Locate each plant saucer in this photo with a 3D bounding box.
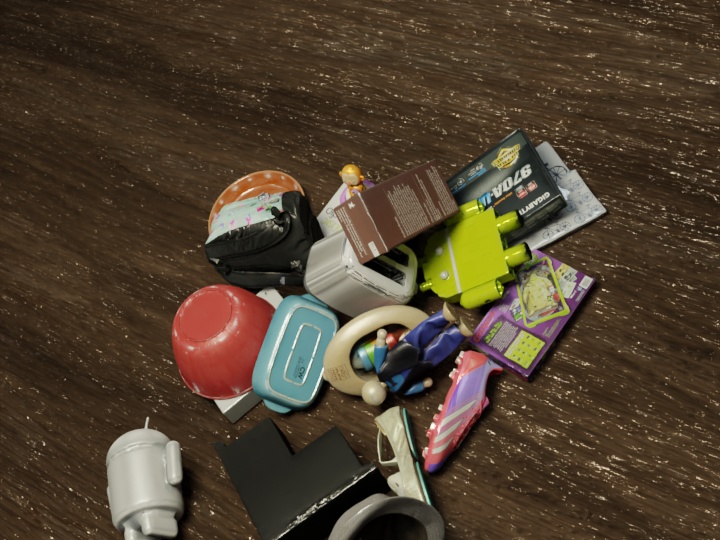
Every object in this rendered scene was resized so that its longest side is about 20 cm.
[{"bbox_3d":[-0.194,-0.101,1.678,0.198,0.032,0.203,-8,58,13],"label":"plant saucer"}]

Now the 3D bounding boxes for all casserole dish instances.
[{"bbox_3d":[-0.100,0.136,1.436,0.039,0.120,0.202,-2,66,67],"label":"casserole dish"}]

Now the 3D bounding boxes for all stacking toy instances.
[{"bbox_3d":[0.006,-0.110,1.470,0.115,0.201,0.111,14,65,22],"label":"stacking toy"}]

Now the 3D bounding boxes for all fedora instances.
[{"bbox_3d":[0.019,0.390,1.243,0.202,0.175,0.090,-65,28,5],"label":"fedora"}]

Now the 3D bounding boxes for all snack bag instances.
[{"bbox_3d":[0.298,-0.126,1.531,0.187,0.021,0.201,-28,55,2],"label":"snack bag"}]

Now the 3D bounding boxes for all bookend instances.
[{"bbox_3d":[-0.093,0.304,1.359,0.198,0.092,0.200,-35,54,-6],"label":"bookend"}]

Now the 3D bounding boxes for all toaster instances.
[{"bbox_3d":[0.000,0.000,1.439,0.129,0.199,0.115,-28,42,47],"label":"toaster"}]

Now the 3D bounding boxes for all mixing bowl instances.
[{"bbox_3d":[-0.237,0.099,1.464,0.197,0.109,0.202,-9,55,13],"label":"mixing bowl"}]

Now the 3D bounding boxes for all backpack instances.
[{"bbox_3d":[-0.171,-0.055,1.540,0.197,0.168,0.127,-12,35,17],"label":"backpack"}]

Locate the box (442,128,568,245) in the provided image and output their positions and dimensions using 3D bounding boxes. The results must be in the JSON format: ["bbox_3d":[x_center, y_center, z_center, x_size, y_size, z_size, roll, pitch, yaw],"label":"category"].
[{"bbox_3d":[0.232,-0.123,1.502,0.199,0.046,0.160,-34,55,18],"label":"box"}]

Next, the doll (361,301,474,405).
[{"bbox_3d":[0.076,0.134,1.362,0.200,0.136,0.049,-43,25,12],"label":"doll"}]

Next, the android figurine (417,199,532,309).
[{"bbox_3d":[0.180,-0.024,1.442,0.198,0.041,0.184,-21,61,24],"label":"android figurine"}]

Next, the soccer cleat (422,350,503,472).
[{"bbox_3d":[0.154,0.220,1.347,0.076,0.067,0.202,21,71,5],"label":"soccer cleat"}]

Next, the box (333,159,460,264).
[{"bbox_3d":[0.061,-0.095,1.393,0.075,0.101,0.199,-26,1,45],"label":"box"}]

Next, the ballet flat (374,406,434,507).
[{"bbox_3d":[0.064,0.299,1.327,0.062,0.068,0.201,-20,46,5],"label":"ballet flat"}]

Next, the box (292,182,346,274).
[{"bbox_3d":[-0.030,-0.052,1.589,0.143,0.036,0.201,27,73,30],"label":"box"}]

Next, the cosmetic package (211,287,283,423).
[{"bbox_3d":[-0.186,0.140,1.516,0.199,0.052,0.151,-39,57,-7],"label":"cosmetic package"}]

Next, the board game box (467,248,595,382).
[{"bbox_3d":[0.276,0.069,1.415,0.119,0.032,0.201,31,73,27],"label":"board game box"}]

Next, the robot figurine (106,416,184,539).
[{"bbox_3d":[-0.347,0.341,1.410,0.169,0.113,0.202,-33,53,20],"label":"robot figurine"}]

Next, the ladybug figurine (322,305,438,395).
[{"bbox_3d":[0.028,0.125,1.418,0.198,0.137,0.072,-22,16,0],"label":"ladybug figurine"}]
